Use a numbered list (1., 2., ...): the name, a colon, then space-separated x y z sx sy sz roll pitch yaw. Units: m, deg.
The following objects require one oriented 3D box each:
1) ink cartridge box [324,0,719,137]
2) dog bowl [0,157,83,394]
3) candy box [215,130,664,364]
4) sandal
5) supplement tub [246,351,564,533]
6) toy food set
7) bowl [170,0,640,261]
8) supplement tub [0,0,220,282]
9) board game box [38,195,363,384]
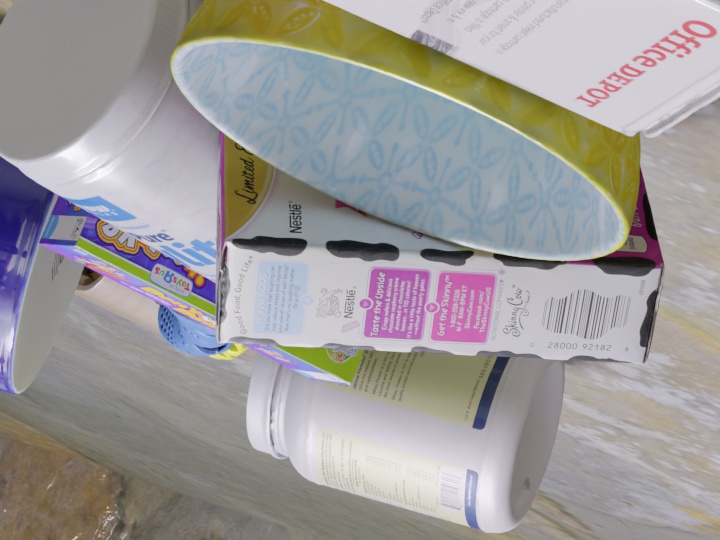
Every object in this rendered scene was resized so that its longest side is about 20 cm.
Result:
1. ink cartridge box: 0.049 -0.133 0.911 0.199 0.085 0.146 25 163 -11
2. dog bowl: -0.218 -0.028 1.622 0.078 0.201 0.200 18 169 2
3. candy box: 0.032 -0.024 1.219 0.199 0.137 0.061 2 125 -5
4. sandal: -0.099 0.018 1.816 0.087 0.080 0.200 5 169 -27
5. supplement tub: 0.033 0.095 1.870 0.199 0.146 0.145 15 168 17
6. toy food set: -0.192 0.004 2.135 0.143 0.061 0.200 28 175 -35
7. bowl: 0.033 -0.094 1.078 0.199 0.108 0.200 21 165 6
8. supplement tub: -0.081 -0.072 1.343 0.132 0.133 0.200 8 164 48
9. board game box: -0.068 -0.036 1.482 0.199 0.135 0.045 27 167 -32
